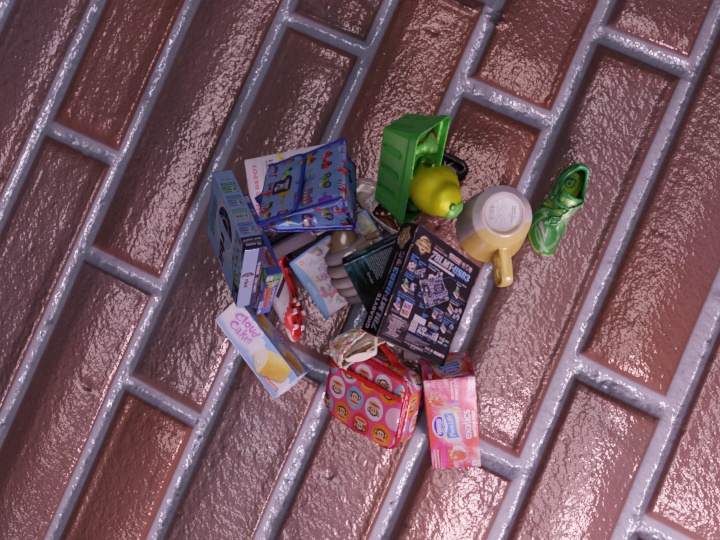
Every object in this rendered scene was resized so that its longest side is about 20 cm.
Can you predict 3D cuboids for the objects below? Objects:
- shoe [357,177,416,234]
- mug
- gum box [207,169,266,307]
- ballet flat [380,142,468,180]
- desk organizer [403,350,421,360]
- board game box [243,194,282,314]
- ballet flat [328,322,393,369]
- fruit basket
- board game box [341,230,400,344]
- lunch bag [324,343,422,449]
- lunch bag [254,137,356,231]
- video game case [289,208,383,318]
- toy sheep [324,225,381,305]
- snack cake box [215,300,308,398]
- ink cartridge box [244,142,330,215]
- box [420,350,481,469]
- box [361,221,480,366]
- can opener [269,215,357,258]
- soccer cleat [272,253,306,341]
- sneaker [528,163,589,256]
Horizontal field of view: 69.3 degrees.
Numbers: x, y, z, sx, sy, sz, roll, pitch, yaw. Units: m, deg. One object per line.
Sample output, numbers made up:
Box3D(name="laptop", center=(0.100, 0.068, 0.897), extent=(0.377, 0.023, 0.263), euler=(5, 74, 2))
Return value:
Box3D(name="shoe", center=(0.059, -0.127, 1.105), extent=(0.200, 0.053, 0.070), euler=(44, 91, 7))
Box3D(name="mug", center=(0.281, -0.084, 1.029), extent=(0.148, 0.153, 0.188), euler=(-38, 83, 1))
Box3D(name="gum box", center=(-0.247, -0.061, 1.016), extent=(0.044, 0.171, 0.202), euler=(-12, 57, -29))
Box3D(name="ballet flat", center=(0.136, -0.244, 1.104), extent=(0.195, 0.057, 0.068), euler=(18, 87, 7))
Box3D(name="desk organizer", center=(0.126, 0.082, 1.074), extent=(0.075, 0.072, 0.206), euler=(-1, 85, 8))
Box3D(name="board game box", center=(-0.220, -0.033, 1.062), extent=(0.034, 0.136, 0.203), euler=(-11, 59, -30))
Box3D(name="ballet flat", center=(0.031, 0.124, 0.970), extent=(0.197, 0.076, 0.065), euler=(-32, 44, 10))
Box3D(name="fruit basket", center=(0.132, -0.181, 1.010), extent=(0.216, 0.217, 0.155), euler=(45, 49, 8))
Box3D(name="board game box", center=(0.064, 0.035, 0.980), extent=(0.133, 0.028, 0.203), euler=(-24, 119, 4))
Box3D(name="lunch bag", center=(0.025, 0.230, 1.024), extent=(0.197, 0.081, 0.181), euler=(21, 107, 34))
Box3D(name="lunch bag", center=(-0.111, -0.152, 1.009), extent=(0.195, 0.095, 0.154), euler=(-8, 57, 14))
Box3D(name="video game case", center=(-0.033, -0.013, 1.106), extent=(0.198, 0.018, 0.145), euler=(-34, 99, 2))
Box3D(name="toy sheep", center=(0.000, 0.000, 1.037), extent=(0.135, 0.138, 0.203), euler=(-25, 105, 3))
Box3D(name="snack cake box", center=(-0.201, 0.158, 1.080), extent=(0.067, 0.115, 0.201), euler=(-40, 83, 2))
Box3D(name="ink cartridge box", center=(-0.135, -0.175, 1.114), extent=(0.195, 0.086, 0.152), euler=(-10, 85, 4))
Box3D(name="box", center=(0.174, 0.270, 1.007), extent=(0.097, 0.096, 0.205), euler=(-6, 110, 6))
Box3D(name="box", center=(0.114, 0.047, 0.928), extent=(0.049, 0.198, 0.203), euler=(13, 79, 49))
Box3D(name="can opener", center=(-0.100, -0.074, 1.064), extent=(0.196, 0.067, 0.053), euler=(-22, 40, 16))
Box3D(name="soccer cleat", center=(-0.173, 0.055, 1.113), extent=(0.083, 0.069, 0.205), euler=(-16, 81, 13))
Box3D(name="sneaker", center=(0.401, -0.129, 1.054), extent=(0.073, 0.084, 0.204), euler=(24, 89, 7))
